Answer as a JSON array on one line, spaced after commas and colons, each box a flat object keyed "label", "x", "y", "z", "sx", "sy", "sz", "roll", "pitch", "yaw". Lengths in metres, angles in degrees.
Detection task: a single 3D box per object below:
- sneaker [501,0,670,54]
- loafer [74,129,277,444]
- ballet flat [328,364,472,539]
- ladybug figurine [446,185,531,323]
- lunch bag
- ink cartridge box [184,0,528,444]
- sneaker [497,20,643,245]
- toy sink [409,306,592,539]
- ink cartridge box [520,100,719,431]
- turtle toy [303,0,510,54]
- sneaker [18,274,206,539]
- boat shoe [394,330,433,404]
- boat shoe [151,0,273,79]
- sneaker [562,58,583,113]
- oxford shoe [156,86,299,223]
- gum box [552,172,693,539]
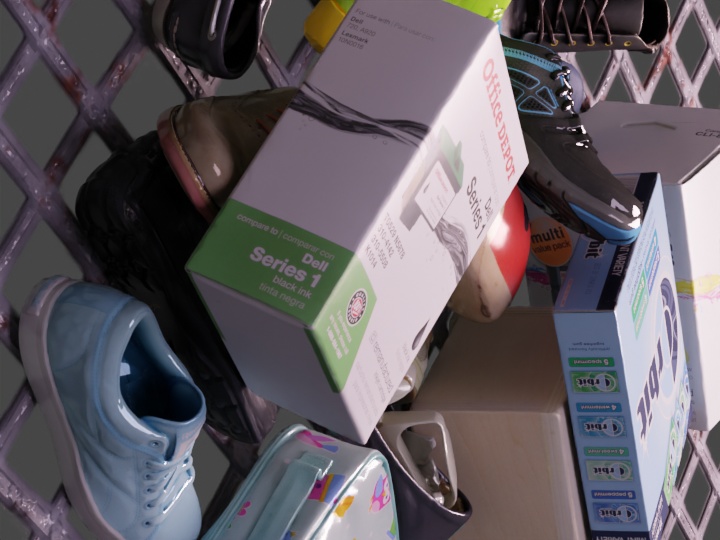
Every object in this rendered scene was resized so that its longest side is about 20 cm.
[{"label": "sneaker", "x": 0.130, "y": -0.183, "z": 1.412, "sx": 0.199, "sy": 0.106, "sz": 0.075, "roll": -14, "pitch": 107, "yaw": -55}, {"label": "loafer", "x": -0.089, "y": 0.013, "z": 1.153, "sx": 0.070, "sy": 0.068, "sz": 0.201, "roll": -47, "pitch": 129, "yaw": -30}, {"label": "ballet flat", "x": 0.014, "y": 0.091, "z": 1.287, "sx": 0.073, "sy": 0.073, "sz": 0.201, "roll": -49, "pitch": 120, "yaw": -40}, {"label": "ladybug figurine", "x": 0.058, "y": -0.038, "z": 1.295, "sx": 0.072, "sy": 0.136, "sz": 0.200, "roll": -37, "pitch": 161, "yaw": -5}, {"label": "lunch bag", "x": -0.049, "y": 0.195, "z": 1.222, "sx": 0.200, "sy": 0.077, "sz": 0.161, "roll": -56, "pitch": 148, "yaw": -37}, {"label": "ink cartridge box", "x": 0.005, "y": -0.033, "z": 1.104, "sx": 0.201, "sy": 0.084, "sz": 0.146, "roll": -59, "pitch": 156, "yaw": -19}, {"label": "sneaker", "x": 0.112, "y": -0.098, "z": 1.297, "sx": 0.082, "sy": 0.200, "sz": 0.073, "roll": -44, "pitch": 160, "yaw": -5}, {"label": "toy sink", "x": 0.113, "y": 0.102, "z": 1.417, "sx": 0.200, "sy": 0.111, "sz": 0.131, "roll": -57, "pitch": 142, "yaw": -56}, {"label": "ink cartridge box", "x": 0.216, "y": -0.008, "z": 1.538, "sx": 0.144, "sy": 0.144, "sz": 0.201, "roll": -36, "pitch": 124, "yaw": -47}, {"label": "turtle toy", "x": 0.018, "y": -0.197, "z": 1.235, "sx": 0.146, "sy": 0.101, "sz": 0.199, "roll": -46, "pitch": 136, "yaw": 16}, {"label": "sneaker", "x": -0.117, "y": 0.092, "z": 1.115, "sx": 0.074, "sy": 0.081, "sz": 0.201, "roll": -54, "pitch": 138, "yaw": -34}, {"label": "boat shoe", "x": 0.002, "y": 0.001, "z": 1.289, "sx": 0.063, "sy": 0.073, "sz": 0.201, "roll": -63, "pitch": 145, "yaw": -33}, {"label": "boat shoe", "x": -0.034, "y": -0.191, "z": 1.123, "sx": 0.072, "sy": 0.063, "sz": 0.201, "roll": 29, "pitch": 100, "yaw": -48}, {"label": "sneaker", "x": 0.120, "y": -0.109, "z": 1.430, "sx": 0.200, "sy": 0.084, "sz": 0.076, "roll": -21, "pitch": 113, "yaw": -53}, {"label": "oxford shoe", "x": -0.055, "y": -0.075, "z": 1.128, "sx": 0.071, "sy": 0.074, "sz": 0.200, "roll": 62, "pitch": 15, "yaw": -4}, {"label": "gum box", "x": 0.177, "y": 0.064, "z": 1.369, "sx": 0.170, "sy": 0.044, "sz": 0.201, "roll": -63, "pitch": 146, "yaw": -53}]
